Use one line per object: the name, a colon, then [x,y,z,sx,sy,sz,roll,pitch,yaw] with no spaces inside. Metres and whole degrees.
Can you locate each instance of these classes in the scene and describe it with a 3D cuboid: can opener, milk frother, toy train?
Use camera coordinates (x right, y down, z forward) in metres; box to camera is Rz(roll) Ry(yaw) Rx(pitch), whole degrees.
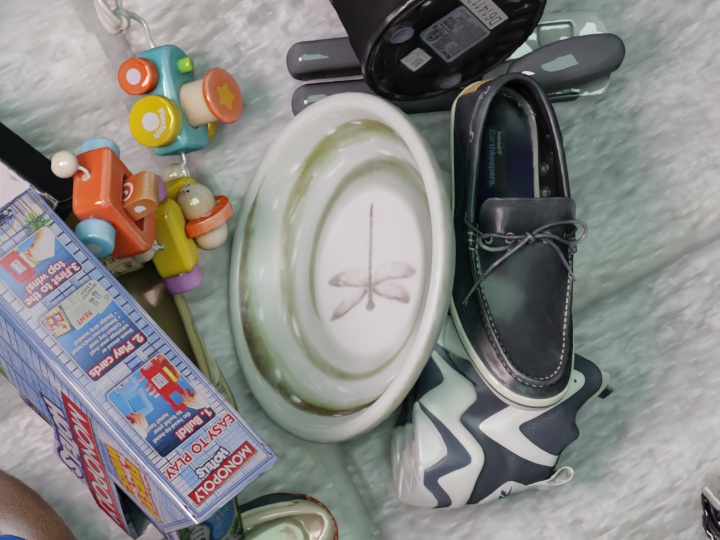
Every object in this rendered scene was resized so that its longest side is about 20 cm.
can opener: [0.057,-0.124,1.751,0.199,0.067,0.054,-6,82,-6]
milk frother: [0.050,-0.237,1.679,0.199,0.181,0.189,-26,64,-4]
toy train: [-0.113,-0.074,1.673,0.055,0.150,0.201,-14,49,19]

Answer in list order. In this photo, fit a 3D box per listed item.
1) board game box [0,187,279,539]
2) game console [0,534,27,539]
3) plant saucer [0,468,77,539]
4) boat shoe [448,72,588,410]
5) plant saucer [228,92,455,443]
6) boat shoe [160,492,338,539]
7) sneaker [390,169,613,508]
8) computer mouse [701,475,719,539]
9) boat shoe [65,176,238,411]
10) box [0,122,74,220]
board game box: [-0.125,0.085,1.605,0.062,0.200,0.200,-38,60,-19]
game console: [-0.137,0.262,1.531,0.170,0.118,0.201,26,80,-30]
plant saucer: [-0.247,0.201,1.660,0.199,0.032,0.202,1,106,4]
boat shoe: [0.089,-0.020,1.675,0.074,0.062,0.201,2,72,-19]
plant saucer: [0.000,0.000,1.688,0.050,0.200,0.202,7,80,-38]
boat shoe: [-0.103,0.188,1.697,0.199,0.063,0.071,-26,87,-6]
sneaker: [0.085,0.041,1.729,0.129,0.080,0.200,3,69,-17]
computer mouse: [0.192,0.226,1.720,0.200,0.053,0.139,-39,88,-9]
boat shoe: [-0.132,0.020,1.717,0.073,0.063,0.200,-35,86,-8]
box: [-0.273,-0.005,1.673,0.141,0.079,0.200,38,101,4]
